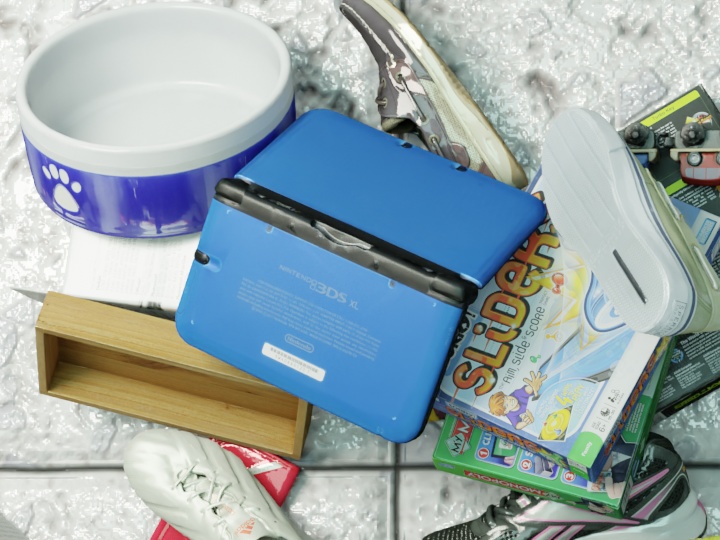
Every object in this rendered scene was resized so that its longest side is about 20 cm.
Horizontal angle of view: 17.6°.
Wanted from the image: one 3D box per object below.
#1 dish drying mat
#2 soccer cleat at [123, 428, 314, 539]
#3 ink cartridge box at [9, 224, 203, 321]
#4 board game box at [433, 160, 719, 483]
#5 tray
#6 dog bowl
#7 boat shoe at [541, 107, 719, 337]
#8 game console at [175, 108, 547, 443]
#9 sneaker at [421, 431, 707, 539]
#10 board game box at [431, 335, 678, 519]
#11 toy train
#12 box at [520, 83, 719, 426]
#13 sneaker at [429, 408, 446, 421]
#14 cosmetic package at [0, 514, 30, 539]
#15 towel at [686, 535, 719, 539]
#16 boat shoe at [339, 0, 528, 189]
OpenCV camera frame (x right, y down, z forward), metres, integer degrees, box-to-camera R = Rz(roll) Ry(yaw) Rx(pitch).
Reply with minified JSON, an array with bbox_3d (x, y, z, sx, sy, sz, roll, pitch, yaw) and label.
[{"bbox_3d":[-0.124,0.215,1.720,0.077,0.018,0.200,30,88,15],"label":"dish drying mat"},{"bbox_3d":[-0.089,0.180,1.669,0.200,0.078,0.069,38,91,9],"label":"soccer cleat"},{"bbox_3d":[-0.142,0.002,1.709,0.200,0.116,0.068,6,81,14],"label":"ink cartridge box"},{"bbox_3d":[0.144,0.028,1.585,0.135,0.034,0.200,24,72,20],"label":"board game box"},{"bbox_3d":[-0.133,0.075,1.683,0.200,0.099,0.037,15,58,4],"label":"tray"},{"bbox_3d":[-0.146,-0.111,1.691,0.200,0.079,0.200,-3,37,2],"label":"dog bowl"},{"bbox_3d":[0.179,-0.028,1.551,0.072,0.062,0.200,-52,42,32],"label":"boat shoe"},{"bbox_3d":[0.000,0.000,1.600,0.200,0.118,0.171,24,104,23],"label":"game console"},{"bbox_3d":[0.135,0.161,1.626,0.200,0.080,0.086,-16,107,-1],"label":"sneaker"},{"bbox_3d":[0.144,0.059,1.607,0.134,0.029,0.200,14,70,17],"label":"board game box"},{"bbox_3d":[0.243,-0.081,1.631,0.200,0.034,0.046,1,89,12],"label":"toy train"},{"bbox_3d":[0.207,-0.001,1.665,0.200,0.048,0.193,-31,73,7],"label":"box"},{"bbox_3d":[0.059,0.008,1.686,0.090,0.075,0.200,-12,87,11],"label":"sneaker"},{"bbox_3d":[-0.325,0.247,1.683,0.200,0.165,0.165,37,92,18],"label":"cosmetic package"},{"bbox_3d":[0.165,0.253,1.489,0.200,0.023,0.144,-15,77,7],"label":"towel"},{"bbox_3d":[0.042,-0.124,1.711,0.065,0.072,0.200,-38,80,0],"label":"boat shoe"}]
